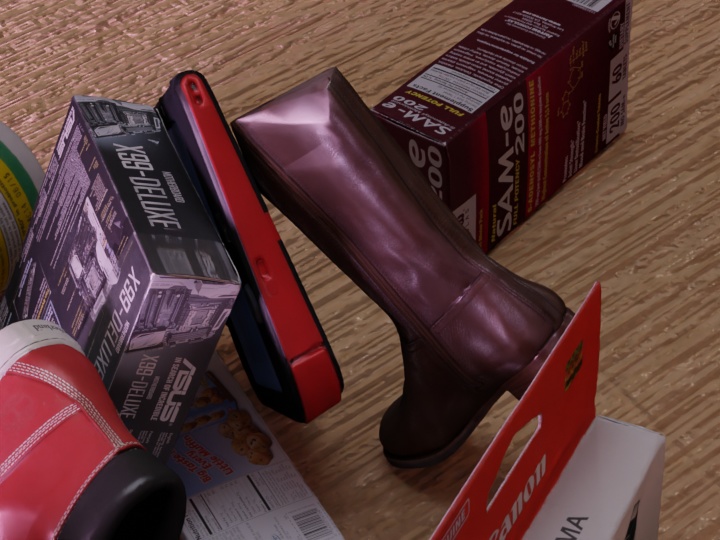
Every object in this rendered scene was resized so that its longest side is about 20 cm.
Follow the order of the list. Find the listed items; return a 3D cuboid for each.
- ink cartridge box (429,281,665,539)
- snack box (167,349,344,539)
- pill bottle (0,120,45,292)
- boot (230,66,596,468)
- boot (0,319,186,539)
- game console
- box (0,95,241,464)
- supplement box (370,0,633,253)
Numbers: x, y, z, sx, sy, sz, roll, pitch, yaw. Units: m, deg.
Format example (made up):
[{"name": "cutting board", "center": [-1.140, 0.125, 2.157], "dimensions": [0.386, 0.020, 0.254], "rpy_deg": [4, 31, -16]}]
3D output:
[{"name": "ink cartridge box", "center": [0.085, 0.133, 0.874], "dimensions": [0.043, 0.175, 0.200], "rpy_deg": [17, 43, 21]}, {"name": "snack box", "center": [-0.082, 0.099, 1.047], "dimensions": [0.071, 0.024, 0.200], "rpy_deg": [-20, 42, -18]}, {"name": "pill bottle", "center": [-0.274, -0.001, 1.114], "dimensions": [0.112, 0.114, 0.200], "rpy_deg": [20, 45, 27]}, {"name": "boot", "center": [0.000, 0.000, 0.979], "dimensions": [0.200, 0.186, 0.064], "rpy_deg": [42, 52, -9]}, {"name": "boot", "center": [-0.159, 0.143, 0.889], "dimensions": [0.072, 0.201, 0.144], "rpy_deg": [13, 26, -50]}, {"name": "game console", "center": [-0.066, -0.010, 1.012], "dimensions": [0.031, 0.178, 0.200], "rpy_deg": [-26, 4, -10]}, {"name": "box", "center": [-0.136, 0.038, 0.989], "dimensions": [0.049, 0.201, 0.158], "rpy_deg": [8, 31, -30]}, {"name": "supplement box", "center": [0.089, -0.092, 1.202], "dimensions": [0.061, 0.110, 0.200], "rpy_deg": [25, 48, 31]}]
